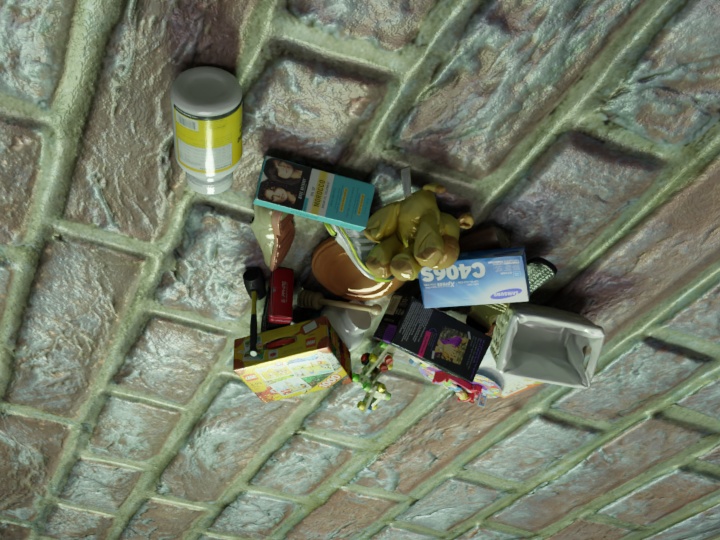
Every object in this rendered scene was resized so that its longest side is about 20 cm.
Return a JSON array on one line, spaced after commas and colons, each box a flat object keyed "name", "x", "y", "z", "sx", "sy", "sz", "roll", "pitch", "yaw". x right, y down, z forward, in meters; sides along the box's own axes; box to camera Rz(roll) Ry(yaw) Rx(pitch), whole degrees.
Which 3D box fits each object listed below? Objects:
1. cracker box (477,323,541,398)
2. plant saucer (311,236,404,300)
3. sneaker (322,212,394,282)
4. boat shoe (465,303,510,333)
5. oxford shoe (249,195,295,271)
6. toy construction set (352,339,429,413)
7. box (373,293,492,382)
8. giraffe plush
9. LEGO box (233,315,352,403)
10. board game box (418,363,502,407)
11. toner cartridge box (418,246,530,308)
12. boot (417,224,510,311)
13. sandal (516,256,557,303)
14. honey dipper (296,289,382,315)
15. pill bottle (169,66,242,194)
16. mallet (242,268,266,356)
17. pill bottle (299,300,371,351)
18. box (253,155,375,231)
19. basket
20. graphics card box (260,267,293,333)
[{"name": "cracker box", "x": 0.319, "y": 0.205, "z": 1.874, "sx": 0.134, "sy": 0.058, "sz": 0.200, "roll": -29, "pitch": 132, "yaw": 33}, {"name": "plant saucer", "x": 0.000, "y": 0.000, "z": 1.664, "sx": 0.200, "sy": 0.037, "sz": 0.200, "roll": 3, "pitch": 141, "yaw": 2}, {"name": "sneaker", "x": 0.009, "y": -0.059, "z": 1.539, "sx": 0.081, "sy": 0.074, "sz": 0.200, "roll": -34, "pitch": 114, "yaw": 17}, {"name": "boat shoe", "x": 0.263, "y": 0.058, "z": 1.667, "sx": 0.073, "sy": 0.063, "sz": 0.201, "roll": 25, "pitch": 151, "yaw": 10}, {"name": "oxford shoe", "x": -0.170, "y": -0.076, "z": 1.576, "sx": 0.074, "sy": 0.071, "sz": 0.200, "roll": 27, "pitch": 143, "yaw": 11}, {"name": "toy construction set", "x": 0.059, "y": 0.213, "z": 1.828, "sx": 0.200, "sy": 0.131, "sz": 0.092, "roll": -40, "pitch": 122, "yaw": 8}, {"name": "box", "x": 0.148, "y": 0.137, "z": 1.712, "sx": 0.200, "sy": 0.106, "sz": 0.122, "roll": 28, "pitch": 174, "yaw": -17}, {"name": "giraffe plush", "x": 0.117, "y": -0.063, "z": 1.494, "sx": 0.172, "sy": 0.200, "sz": 0.162, "roll": 3, "pitch": 165, "yaw": 38}, {"name": "LEGO box", "x": -0.133, "y": 0.182, "z": 1.672, "sx": 0.200, "sy": 0.077, "sz": 0.149, "roll": -15, "pitch": 141, "yaw": 13}, {"name": "board game box", "x": 0.224, "y": 0.270, "z": 1.914, "sx": 0.200, "sy": 0.039, "sz": 0.158, "roll": 14, "pitch": 157, "yaw": 15}, {"name": "toner cartridge box", "x": 0.211, "y": 0.014, "z": 1.557, "sx": 0.200, "sy": 0.043, "sz": 0.095, "roll": -5, "pitch": 113, "yaw": 18}, {"name": "boot", "x": 0.217, "y": -0.004, "z": 1.630, "sx": 0.200, "sy": 0.064, "sz": 0.186, "roll": -20, "pitch": 138, "yaw": 20}, {"name": "sandal", "x": 0.322, "y": 0.013, "z": 1.637, "sx": 0.075, "sy": 0.045, "sz": 0.200, "roll": 33, "pitch": 150, "yaw": -11}, {"name": "honey dipper", "x": -0.042, "y": 0.070, "z": 1.692, "sx": 0.200, "sy": 0.038, "sz": 0.038, "roll": 8, "pitch": 148, "yaw": 34}, {"name": "pill bottle", "x": -0.248, "y": -0.221, "z": 1.352, "sx": 0.112, "sy": 0.112, "sz": 0.200, "roll": 6, "pitch": 141, "yaw": -3}, {"name": "mallet", "x": -0.211, "y": 0.092, "z": 1.667, "sx": 0.041, "sy": 0.200, "sz": 0.066, "roll": -8, "pitch": 145, "yaw": 3}, {"name": "pill bottle", "x": -0.068, "y": 0.136, "z": 1.777, "sx": 0.111, "sy": 0.111, "sz": 0.200, "roll": 31, "pitch": 134, "yaw": -29}, {"name": "box", "x": -0.081, "y": -0.134, "z": 1.457, "sx": 0.200, "sy": 0.082, "sz": 0.049, "roll": 14, "pitch": 173, "yaw": -11}, {"name": "basket", "x": 0.378, "y": 0.148, "z": 1.712, "sx": 0.200, "sy": 0.123, "sz": 0.136, "roll": 11, "pitch": 103, "yaw": -8}, {"name": "graphics card box", "x": -0.177, "y": 0.103, "z": 1.733, "sx": 0.051, "sy": 0.126, "sz": 0.200, "roll": 7, "pitch": 140, "yaw": -11}]
